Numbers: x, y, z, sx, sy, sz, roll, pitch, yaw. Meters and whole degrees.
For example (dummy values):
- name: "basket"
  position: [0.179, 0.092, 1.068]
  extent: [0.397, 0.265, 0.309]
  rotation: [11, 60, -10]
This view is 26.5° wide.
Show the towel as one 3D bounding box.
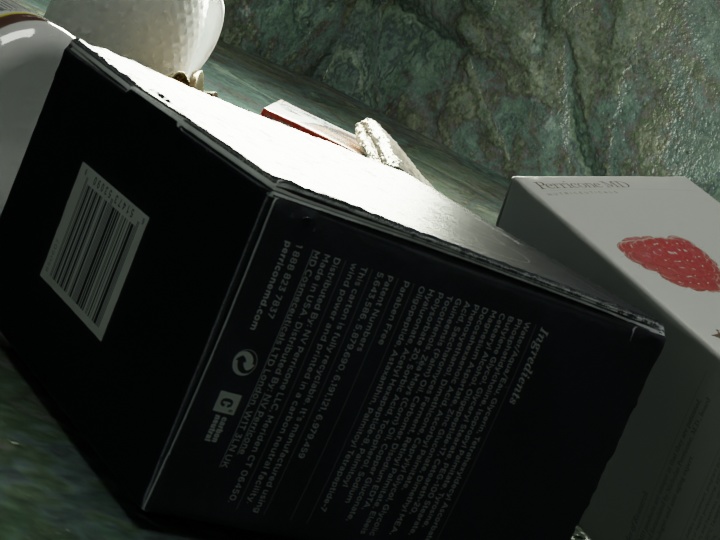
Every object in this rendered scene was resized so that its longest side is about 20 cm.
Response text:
- name: "towel"
  position: [0.052, -0.073, 1.454]
  extent: [0.133, 0.034, 0.200]
  rotation: [49, 7, -20]

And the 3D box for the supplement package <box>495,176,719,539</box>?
- name: "supplement package"
  position: [0.151, 0.053, 0.712]
  extent: [0.120, 0.121, 0.200]
  rotation: [-3, 32, -33]

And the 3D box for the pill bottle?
- name: "pill bottle"
  position: [-0.242, -0.113, 0.825]
  extent: [0.199, 0.110, 0.109]
  rotation: [30, 10, 30]

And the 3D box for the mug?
- name: "mug"
  position: [-0.207, -0.246, 1.490]
  extent: [0.147, 0.177, 0.199]
  rotation: [30, 10, 32]

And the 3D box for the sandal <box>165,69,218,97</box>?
- name: "sandal"
  position: [-0.172, -0.140, 1.379]
  extent: [0.069, 0.079, 0.212]
  rotation: [4, 3, 0]

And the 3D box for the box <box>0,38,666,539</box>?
- name: "box"
  position: [-0.023, 0.016, 0.621]
  extent: [0.195, 0.125, 0.200]
  rotation: [17, 11, -36]

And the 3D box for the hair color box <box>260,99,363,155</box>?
- name: "hair color box"
  position: [-0.054, -0.122, 1.563]
  extent: [0.110, 0.064, 0.200]
  rotation: [25, 10, -2]
